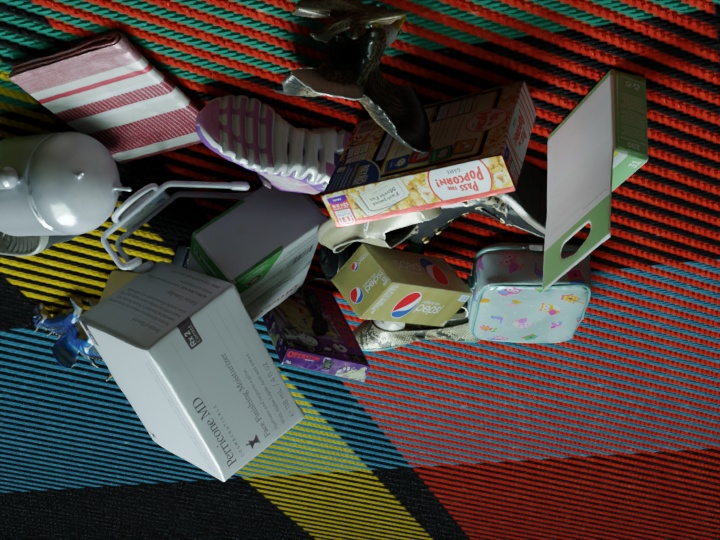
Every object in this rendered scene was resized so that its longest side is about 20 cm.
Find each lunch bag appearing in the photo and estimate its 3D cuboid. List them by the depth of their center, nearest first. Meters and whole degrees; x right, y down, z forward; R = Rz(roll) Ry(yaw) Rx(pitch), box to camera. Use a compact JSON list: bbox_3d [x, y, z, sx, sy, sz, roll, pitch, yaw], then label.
[{"bbox_3d":[0.216,0.028,1.787,0.160,0.077,0.200,3,154,0],"label":"lunch bag"}]

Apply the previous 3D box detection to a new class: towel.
[{"bbox_3d":[-0.259,-0.183,1.456,0.144,0.023,0.200,-11,152,24],"label":"towel"}]

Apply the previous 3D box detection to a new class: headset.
[{"bbox_3d":[0.000,0.000,1.715,0.123,0.094,0.200,17,137,-42],"label":"headset"}]

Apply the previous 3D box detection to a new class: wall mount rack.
[{"bbox_3d":[-0.215,-0.067,1.585,0.174,0.075,0.200,-38,180,-3],"label":"wall mount rack"}]

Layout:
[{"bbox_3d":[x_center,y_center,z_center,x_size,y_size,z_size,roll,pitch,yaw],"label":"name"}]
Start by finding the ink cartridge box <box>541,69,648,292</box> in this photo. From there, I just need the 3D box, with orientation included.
[{"bbox_3d":[0.243,-0.088,1.409,0.048,0.200,0.146,13,151,-17],"label":"ink cartridge box"}]

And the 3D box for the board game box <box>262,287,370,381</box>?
[{"bbox_3d":[-0.069,0.075,1.797,0.120,0.200,0.032,18,110,-25],"label":"board game box"}]

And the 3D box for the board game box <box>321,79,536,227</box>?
[{"bbox_3d":[0.073,-0.122,1.409,0.200,0.152,0.046,-11,123,25],"label":"board game box"}]

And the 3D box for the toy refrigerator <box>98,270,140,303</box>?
[{"bbox_3d":[-0.283,0.080,1.904,0.076,0.070,0.200,6,155,26],"label":"toy refrigerator"}]

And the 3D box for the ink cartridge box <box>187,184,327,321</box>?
[{"bbox_3d":[-0.133,-0.011,1.642,0.147,0.083,0.200,-36,167,-24],"label":"ink cartridge box"}]

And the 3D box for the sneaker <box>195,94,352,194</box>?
[{"bbox_3d":[-0.097,-0.128,1.498,0.200,0.081,0.088,16,158,-29],"label":"sneaker"}]

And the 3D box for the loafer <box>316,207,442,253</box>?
[{"bbox_3d":[0.020,-0.056,1.531,0.076,0.068,0.200,-33,-179,-36],"label":"loafer"}]

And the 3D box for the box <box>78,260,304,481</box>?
[{"bbox_3d":[-0.200,0.114,1.597,0.200,0.131,0.199,15,138,55],"label":"box"}]

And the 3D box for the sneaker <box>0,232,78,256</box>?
[{"bbox_3d":[-0.444,-0.058,1.667,0.200,0.075,0.106,13,-169,21],"label":"sneaker"}]

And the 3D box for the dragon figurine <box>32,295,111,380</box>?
[{"bbox_3d":[-0.396,0.105,1.916,0.059,0.200,0.099,1,133,-48],"label":"dragon figurine"}]

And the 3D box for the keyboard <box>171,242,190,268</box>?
[{"bbox_3d":[-0.215,0.026,1.856,0.104,0.040,0.200,9,154,-12],"label":"keyboard"}]

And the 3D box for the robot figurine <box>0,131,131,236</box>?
[{"bbox_3d":[-0.348,-0.095,1.507,0.200,0.113,0.169,0,-179,38],"label":"robot figurine"}]

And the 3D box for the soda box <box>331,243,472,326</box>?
[{"bbox_3d":[0.054,0.020,1.672,0.064,0.068,0.200,-48,152,19],"label":"soda box"}]

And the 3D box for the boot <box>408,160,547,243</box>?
[{"bbox_3d":[0.127,-0.077,1.582,0.200,0.073,0.150,26,144,-33],"label":"boot"}]

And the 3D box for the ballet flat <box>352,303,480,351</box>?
[{"bbox_3d":[0.083,0.067,1.905,0.200,0.068,0.075,-3,132,-1],"label":"ballet flat"}]

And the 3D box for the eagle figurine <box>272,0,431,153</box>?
[{"bbox_3d":[-0.003,-0.191,1.308,0.151,0.152,0.200,-16,150,-10],"label":"eagle figurine"}]
